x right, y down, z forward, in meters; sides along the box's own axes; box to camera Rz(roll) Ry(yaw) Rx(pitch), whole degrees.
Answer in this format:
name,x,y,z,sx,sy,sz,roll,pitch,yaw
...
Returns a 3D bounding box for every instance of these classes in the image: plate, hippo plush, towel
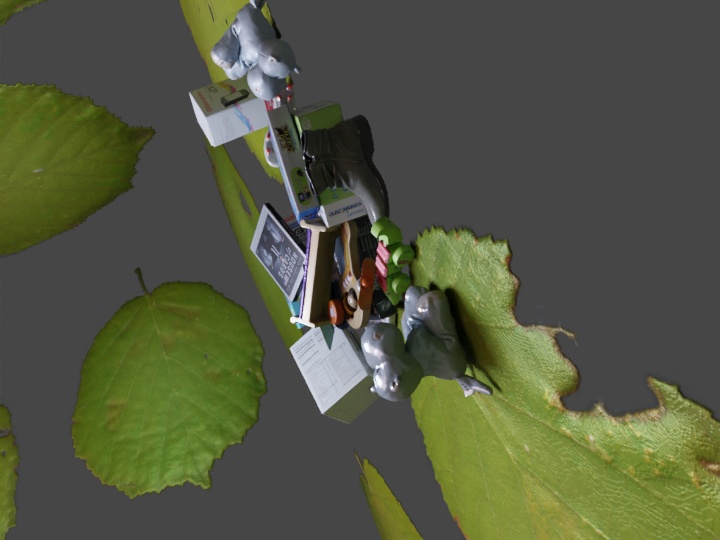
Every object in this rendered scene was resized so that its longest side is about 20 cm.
name,x,y,z,sx,sy,sz,roll,pitch,yaw
plate,-0.090,0.080,1.236,0.200,0.025,0.207,162,91,-90
hippo plush,0.080,0.143,0.887,0.205,0.157,0.159,65,162,6
towel,-0.053,0.080,1.273,0.200,0.047,0.116,93,160,-88
hippo plush,-0.189,-0.446,1.115,0.161,0.158,0.202,44,115,11

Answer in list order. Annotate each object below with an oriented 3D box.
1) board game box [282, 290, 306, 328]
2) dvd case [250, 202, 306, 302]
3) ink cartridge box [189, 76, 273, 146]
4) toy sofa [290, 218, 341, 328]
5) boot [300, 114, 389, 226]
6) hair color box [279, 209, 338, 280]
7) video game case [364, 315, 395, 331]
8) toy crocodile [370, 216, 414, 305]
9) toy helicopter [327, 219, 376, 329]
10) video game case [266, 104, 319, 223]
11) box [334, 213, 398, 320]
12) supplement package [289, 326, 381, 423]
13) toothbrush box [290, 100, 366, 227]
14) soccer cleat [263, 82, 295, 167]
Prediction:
name,x,y,z,sx,sy,sz,roll,pitch,yaw
board game box,-0.138,0.028,1.449,0.206,0.147,0.047,67,163,0
dvd case,-0.199,-0.044,1.354,0.201,0.024,0.152,49,133,23
ink cartridge box,-0.305,-0.408,1.343,0.148,0.195,0.087,50,157,39
toy sofa,-0.094,0.002,1.075,0.095,0.082,0.208,14,103,30
boot,-0.030,-0.154,0.933,0.067,0.127,0.206,25,135,64
hair color box,-0.128,-0.058,1.382,0.205,0.108,0.064,65,163,4
video game case,0.021,0.084,1.246,0.202,0.023,0.185,55,159,35
toy crocodile,0.053,-0.012,0.971,0.068,0.060,0.203,54,159,35
toy helicopter,-0.012,0.006,1.016,0.131,0.076,0.208,175,89,-67
video game case,-0.130,-0.193,1.040,0.200,0.044,0.188,170,83,-83
box,0.000,0.000,1.125,0.159,0.042,0.207,-11,95,67
supplement package,-0.052,0.248,1.379,0.202,0.150,0.152,55,-172,34
toothbrush box,-0.065,-0.205,1.023,0.146,0.083,0.207,-130,24,-67
soccer cleat,-0.171,-0.314,1.192,0.078,0.067,0.208,111,163,-72
